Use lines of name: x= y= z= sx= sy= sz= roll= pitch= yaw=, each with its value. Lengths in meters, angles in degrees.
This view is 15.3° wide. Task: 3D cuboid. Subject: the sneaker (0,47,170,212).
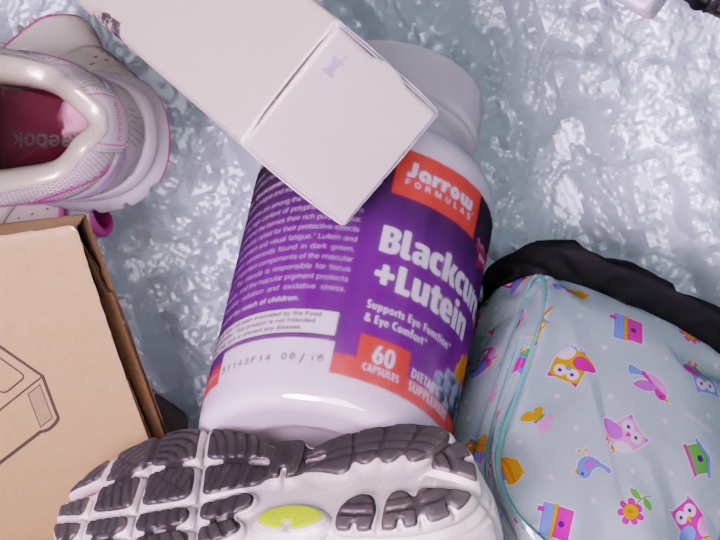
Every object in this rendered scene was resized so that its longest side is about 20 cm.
sneaker: x=-0.187 y=-0.061 z=1.175 sx=0.200 sy=0.088 sz=0.081 roll=-9 pitch=81 yaw=1

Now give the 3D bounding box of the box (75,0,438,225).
box: x=-0.058 y=-0.105 z=1.189 sx=0.068 sy=0.200 sz=0.082 roll=-50 pitch=132 yaw=2

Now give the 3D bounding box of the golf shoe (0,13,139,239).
golf shoe: x=-0.173 y=-0.023 z=1.244 sx=0.092 sy=0.075 sz=0.200 roll=40 pitch=93 yaw=15

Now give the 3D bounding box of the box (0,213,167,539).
box: x=-0.192 y=0.056 z=1.220 sx=0.200 sy=0.021 sz=0.164 roll=-6 pitch=121 yaw=19

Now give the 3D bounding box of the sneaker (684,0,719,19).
sneaker: x=0.191 y=-0.135 z=1.263 sx=0.098 sy=0.071 sz=0.201 roll=-30 pitch=93 yaw=0

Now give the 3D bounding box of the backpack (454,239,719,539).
backpack: x=0.099 y=0.092 z=1.213 sx=0.167 sy=0.127 sz=0.200 roll=24 pitch=52 yaw=-1

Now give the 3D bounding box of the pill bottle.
pill bottle: x=0.000 y=0.000 z=1.211 sx=0.111 sy=0.111 sz=0.200 roll=14 pitch=60 yaw=-4

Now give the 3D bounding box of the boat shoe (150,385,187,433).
boat shoe: x=-0.090 y=0.105 z=1.279 sx=0.057 sy=0.067 sz=0.200 roll=-36 pitch=97 yaw=-36

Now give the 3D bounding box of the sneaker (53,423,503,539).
sneaker: x=-0.036 y=0.120 z=1.132 sx=0.200 sy=0.077 sz=0.085 roll=-2 pitch=131 yaw=23

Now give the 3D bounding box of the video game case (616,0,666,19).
video game case: x=0.104 y=-0.242 z=1.240 sx=0.200 sy=0.023 sz=0.182 roll=35 pitch=93 yaw=19
